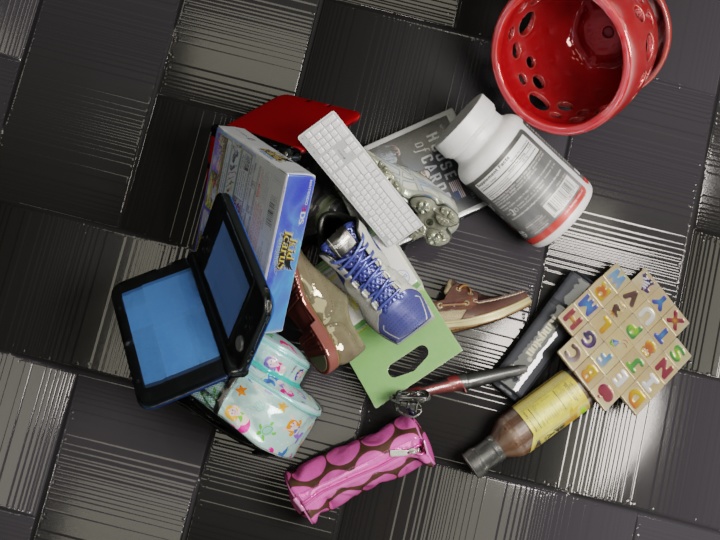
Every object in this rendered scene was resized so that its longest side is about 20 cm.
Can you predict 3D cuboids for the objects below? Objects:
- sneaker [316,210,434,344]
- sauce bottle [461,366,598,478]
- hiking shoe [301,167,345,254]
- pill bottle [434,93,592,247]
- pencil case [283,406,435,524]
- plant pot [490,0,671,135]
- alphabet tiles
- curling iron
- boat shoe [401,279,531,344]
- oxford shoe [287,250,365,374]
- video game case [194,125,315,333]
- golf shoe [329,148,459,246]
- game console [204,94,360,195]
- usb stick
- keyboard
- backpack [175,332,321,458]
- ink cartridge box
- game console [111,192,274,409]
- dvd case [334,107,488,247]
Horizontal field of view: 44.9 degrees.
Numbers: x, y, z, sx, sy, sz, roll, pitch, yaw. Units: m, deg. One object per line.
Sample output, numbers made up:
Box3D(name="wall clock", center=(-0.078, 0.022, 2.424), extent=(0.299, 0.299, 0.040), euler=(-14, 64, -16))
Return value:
Box3D(name="sneaker", center=(0.000, -0.001, 1.091), extent=(0.080, 0.115, 0.200), euler=(-39, 68, 6))
Box3D(name="sauce bottle", center=(0.227, 0.205, 1.172), extent=(0.199, 0.065, 0.065), euler=(-35, 85, -4))
Box3D(name="hiking shoe", center=(-0.118, -0.050, 1.200), extent=(0.200, 0.076, 0.101), euler=(-40, 69, -8))
Box3D(name="pill bottle", center=(0.204, -0.136, 1.172), extent=(0.200, 0.116, 0.116), euler=(41, 83, -7))
Box3D(name="pencil case", center=(-0.003, 0.260, 1.142), extent=(0.199, 0.094, 0.091), euler=(-27, 102, -3))
Box3D(name="plant pot", center=(0.299, -0.303, 1.155), extent=(0.201, 0.200, 0.182), euler=(49, 47, 5))
Box3D(name="alphabet tiles", center=(0.360, 0.091, 1.184), extent=(0.199, 0.006, 0.167), euler=(-37, 88, -25))
Box3D(name="curling iron", center=(0.132, 0.155, 1.145), extent=(0.198, 0.050, 0.026), euler=(-11, 119, -20))
Box3D(name="boat shoe", center=(0.132, 0.046, 1.188), extent=(0.198, 0.072, 0.073), euler=(-14, 83, 4))
Box3D(name="oxford shoe", center=(-0.060, 0.032, 1.127), extent=(0.074, 0.070, 0.202), euler=(-20, 83, -31))
Box3D(name="video game case", center=(-0.136, -0.054, 1.070), extent=(0.045, 0.181, 0.202), euler=(-2, 115, -38))
Box3D(name="golf shoe", center=(0.045, -0.110, 1.177), extent=(0.199, 0.097, 0.079), euler=(34, 119, -3))
Box3D(name="game console", center=(-0.109, -0.143, 1.166), extent=(0.118, 0.199, 0.174), euler=(-1, 107, -37))
Box3D(name="usb stick", center=(0.256, 0.089, 1.202), extent=(0.055, 0.033, 0.201), euler=(38, 84, 3))
Box3D(name="keyboard", center=(0.003, -0.111, 1.093), extent=(0.056, 0.011, 0.200), euler=(-30, 121, 19))
Box3D(name="backpack", center=(-0.142, 0.147, 1.111), extent=(0.199, 0.178, 0.151), euler=(37, 85, 11))
Box3D(name="ink cartridge box", center=(0.022, 0.057, 1.156), extent=(0.145, 0.048, 0.201), euler=(-34, 67, 7))
Box3D(name="game console", center=(-0.200, 0.030, 1.009), extent=(0.117, 0.172, 0.201), euler=(1, 43, -32))
Box3D(name="dvd case", center=(0.071, -0.122, 1.229), extent=(0.198, 0.025, 0.152), euler=(-25, 85, -4))
